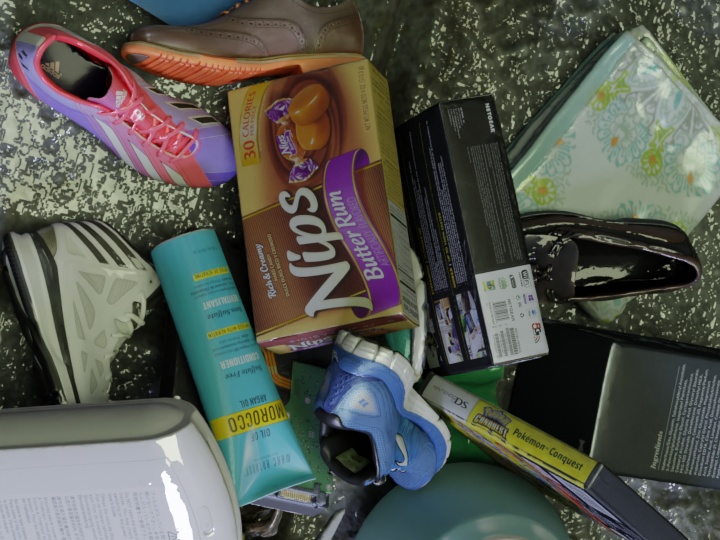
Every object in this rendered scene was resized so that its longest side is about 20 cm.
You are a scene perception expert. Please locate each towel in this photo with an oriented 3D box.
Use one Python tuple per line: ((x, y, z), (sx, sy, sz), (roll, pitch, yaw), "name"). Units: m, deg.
((0.216, -0.082, 1.589), (0.200, 0.048, 0.171), (-48, 111, -10), "towel")

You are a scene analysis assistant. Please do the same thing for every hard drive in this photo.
((-0.083, 0.077, 1.446), (0.139, 0.038, 0.201), (14, 61, -24), "hard drive")

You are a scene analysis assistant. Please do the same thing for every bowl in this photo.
((0.095, 0.256, 1.487), (0.200, 0.105, 0.202), (0, 91, -15), "bowl")

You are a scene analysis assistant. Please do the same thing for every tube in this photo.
((-0.098, 0.070, 1.394), (0.077, 0.050, 0.201), (-16, 81, -36), "tube")

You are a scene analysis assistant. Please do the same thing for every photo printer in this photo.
((-0.185, 0.172, 1.344), (0.199, 0.069, 0.167), (-5, 116, 11), "photo printer")

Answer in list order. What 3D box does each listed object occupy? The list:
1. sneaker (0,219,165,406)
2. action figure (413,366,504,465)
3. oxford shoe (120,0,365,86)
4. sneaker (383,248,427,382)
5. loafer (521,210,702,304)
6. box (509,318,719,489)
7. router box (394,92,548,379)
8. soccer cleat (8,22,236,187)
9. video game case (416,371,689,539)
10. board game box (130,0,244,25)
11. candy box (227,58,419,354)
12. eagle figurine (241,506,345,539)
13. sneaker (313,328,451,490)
((-0.187, 0.055, 1.413), (0.115, 0.076, 0.201), (-15, 87, -21), "sneaker")
((0.017, 0.116, 1.530), (0.199, 0.055, 0.119), (-6, 101, -25), "action figure")
((-0.089, -0.180, 1.446), (0.199, 0.071, 0.073), (-1, 87, -30), "oxford shoe")
((0.000, 0.000, 1.476), (0.079, 0.078, 0.201), (-15, 70, -14), "sneaker")
((0.179, -0.007, 1.531), (0.199, 0.063, 0.072), (-3, 112, -12), "loafer")
((0.246, 0.113, 1.573), (0.199, 0.148, 0.107), (9, 93, -24), "box")
((0.074, -0.022, 1.460), (0.051, 0.149, 0.201), (-10, 86, -21), "router box")
((-0.171, -0.118, 1.409), (0.200, 0.076, 0.067), (32, 84, -22), "soccer cleat")
((0.157, 0.160, 1.481), (0.026, 0.181, 0.200), (-57, 138, -7), "video game case")
((-0.131, -0.270, 1.418), (0.200, 0.039, 0.158), (28, 99, -44), "board game box")
((-0.029, -0.047, 1.423), (0.116, 0.056, 0.201), (-11, 74, 15), "candy box")
((-0.070, 0.285, 1.483), (0.151, 0.151, 0.201), (-24, 95, -33), "eagle figurine")
((0.006, 0.122, 1.421), (0.089, 0.078, 0.200), (-58, 150, -16), "sneaker")
